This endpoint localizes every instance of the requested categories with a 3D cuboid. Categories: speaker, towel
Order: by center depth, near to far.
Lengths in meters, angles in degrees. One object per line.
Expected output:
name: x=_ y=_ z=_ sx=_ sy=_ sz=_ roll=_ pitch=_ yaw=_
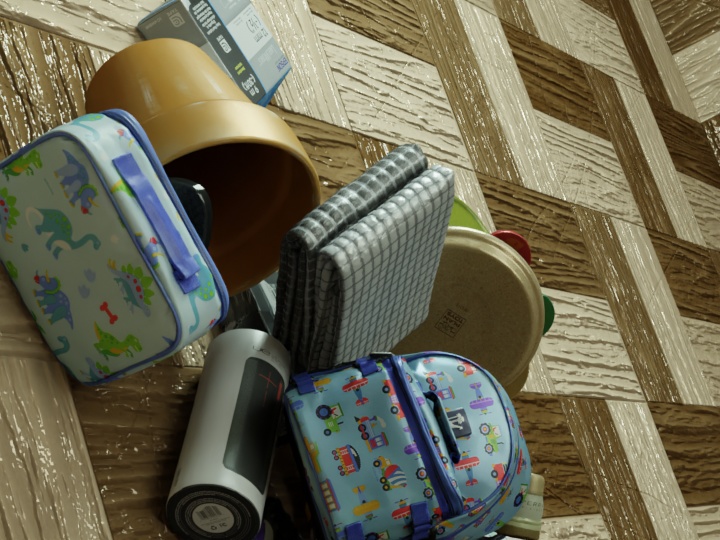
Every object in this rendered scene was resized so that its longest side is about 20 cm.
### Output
speaker: x=-0.111 y=0.141 z=1.425 sx=0.081 sy=0.081 sz=0.200 roll=49 pitch=28 yaw=-27
towel: x=0.000 y=0.000 z=1.491 sx=0.086 sy=0.200 sz=0.166 roll=34 pitch=53 yaw=22

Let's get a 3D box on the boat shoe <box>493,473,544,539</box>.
boat shoe: x=0.115 y=0.193 z=1.545 sx=0.074 sy=0.200 sz=0.066 roll=16 pitch=93 yaw=-29

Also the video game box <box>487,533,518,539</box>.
video game box: x=0.135 y=0.313 z=1.763 sx=0.200 sy=0.047 sz=0.182 roll=59 pitch=24 yaw=-8

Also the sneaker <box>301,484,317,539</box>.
sneaker: x=-0.013 y=0.258 z=1.503 sx=0.090 sy=0.075 sz=0.200 roll=11 pitch=55 yaw=-65

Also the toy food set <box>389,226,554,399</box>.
toy food set: x=0.091 y=0.043 z=1.644 sx=0.200 sy=0.198 sz=0.049 roll=17 pitch=21 yaw=-5

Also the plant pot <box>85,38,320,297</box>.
plant pot: x=-0.160 y=-0.101 z=1.460 sx=0.200 sy=0.200 sz=0.183 roll=30 pitch=25 yaw=-49

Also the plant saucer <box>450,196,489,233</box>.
plant saucer: x=0.109 y=-0.008 z=1.751 sx=0.200 sy=0.031 sz=0.200 roll=42 pitch=33 yaw=-35

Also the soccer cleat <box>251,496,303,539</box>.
soccer cleat: x=-0.088 y=0.253 z=1.388 sx=0.068 sy=0.073 sz=0.200 roll=57 pitch=9 yaw=-15

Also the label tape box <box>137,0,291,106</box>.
label tape box: x=-0.132 y=-0.209 z=1.735 sx=0.200 sy=0.066 sz=0.143 roll=55 pitch=27 yaw=-13

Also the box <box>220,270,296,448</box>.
box: x=-0.052 y=0.075 z=1.632 sx=0.200 sy=0.050 sz=0.158 roll=-15 pitch=80 yaw=-63

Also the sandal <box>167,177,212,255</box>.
sandal: x=-0.157 y=-0.008 z=1.369 sx=0.075 sy=0.200 sz=0.045 roll=36 pitch=47 yaw=16

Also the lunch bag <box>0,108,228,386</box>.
lunch bag: x=-0.202 y=-0.017 z=1.302 sx=0.082 sy=0.161 sz=0.200 roll=-34 pitch=97 yaw=-49

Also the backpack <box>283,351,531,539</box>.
backpack: x=0.047 y=0.152 z=1.407 sx=0.135 sy=0.200 sz=0.183 roll=96 pitch=-21 yaw=-70

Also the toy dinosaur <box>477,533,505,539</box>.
toy dinosaur: x=0.061 y=0.227 z=1.587 sx=0.181 sy=0.105 sz=0.200 roll=35 pitch=-20 yaw=44
